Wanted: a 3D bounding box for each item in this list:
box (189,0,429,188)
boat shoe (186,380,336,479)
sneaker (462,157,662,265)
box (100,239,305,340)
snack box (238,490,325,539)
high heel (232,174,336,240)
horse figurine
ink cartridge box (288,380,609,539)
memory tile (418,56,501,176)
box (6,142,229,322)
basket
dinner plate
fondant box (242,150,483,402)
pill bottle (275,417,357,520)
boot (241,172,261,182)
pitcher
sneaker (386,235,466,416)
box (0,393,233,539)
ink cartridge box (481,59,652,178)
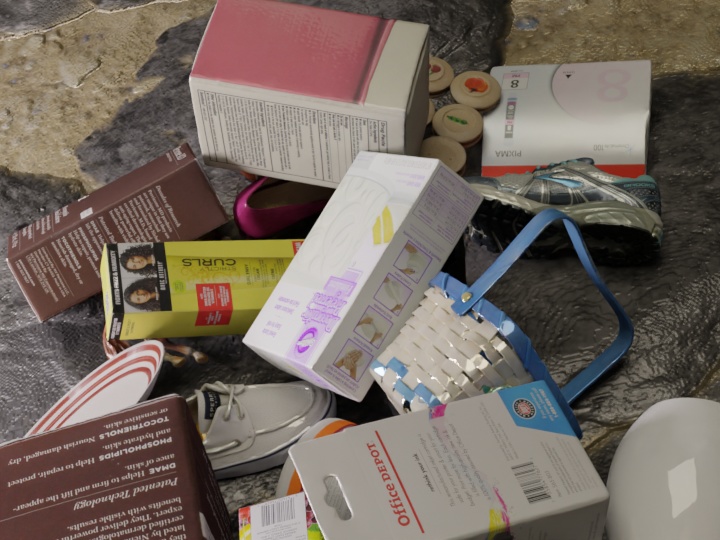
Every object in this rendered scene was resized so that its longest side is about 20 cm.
[{"bbox_3d":[-0.042,-0.157,1.461,0.198,0.128,0.110,10,57,8],"label":"box"},{"bbox_3d":[-0.118,0.129,1.361,0.198,0.070,0.071,-16,45,-1],"label":"boat shoe"},{"bbox_3d":[0.177,-0.061,1.466,0.198,0.078,0.087,10,54,10],"label":"sneaker"},{"bbox_3d":[-0.128,0.016,1.431,0.198,0.050,0.076,0,60,-16],"label":"box"},{"bbox_3d":[-0.025,0.282,1.115,0.067,0.169,0.201,-17,43,9],"label":"snack box"},{"bbox_3d":[-0.033,-0.093,1.530,0.200,0.096,0.068,-39,84,-12],"label":"high heel"},{"bbox_3d":[-0.169,0.028,1.488,0.132,0.050,0.200,31,57,28],"label":"horse figurine"},{"bbox_3d":[0.058,0.159,1.127,0.198,0.068,0.116,-12,45,-16],"label":"ink cartridge box"},{"bbox_3d":[0.025,-0.162,1.554,0.198,0.017,0.154,20,54,14],"label":"memory tile"},{"bbox_3d":[-0.228,-0.038,1.511,0.199,0.075,0.100,-27,17,-5],"label":"box"},{"bbox_3d":[0.123,0.069,1.289,0.200,0.177,0.139,-47,41,-10],"label":"basket"},{"bbox_3d":[-0.235,0.136,1.362,0.200,0.024,0.201,-37,20,15],"label":"dinner plate"},{"bbox_3d":[0.000,0.000,1.351,0.201,0.058,0.144,-59,26,-9],"label":"fondant box"},{"bbox_3d":[0.041,0.193,1.229,0.199,0.110,0.110,18,53,28],"label":"pill bottle"},{"bbox_3d":[-0.057,-0.165,1.633,0.200,0.075,0.107,-42,46,-23],"label":"boot"},{"bbox_3d":[0.209,0.195,1.177,0.170,0.122,0.201,9,58,12],"label":"pitcher"},{"bbox_3d":[0.056,0.026,1.391,0.059,0.105,0.201,4,48,17],"label":"sneaker"},{"bbox_3d":[-0.178,0.234,1.206,0.163,0.167,0.201,-15,45,-2],"label":"box"},{"bbox_3d":[0.194,-0.119,1.538,0.161,0.057,0.201,0,42,14],"label":"ink cartridge box"}]
